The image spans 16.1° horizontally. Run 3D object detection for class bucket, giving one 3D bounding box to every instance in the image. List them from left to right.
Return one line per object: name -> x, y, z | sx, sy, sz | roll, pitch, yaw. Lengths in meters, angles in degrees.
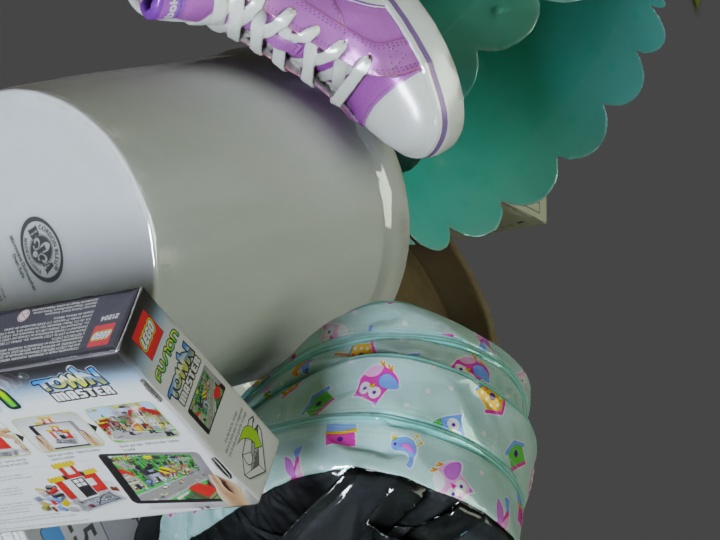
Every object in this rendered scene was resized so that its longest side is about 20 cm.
bucket -> 0.056, -0.127, 1.436 | 0.135, 0.208, 0.207 | 49, 25, 23

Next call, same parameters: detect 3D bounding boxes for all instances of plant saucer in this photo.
plant saucer -> 0.000, 0.000, 1.440 | 0.200, 0.029, 0.201 | 36, 30, -24

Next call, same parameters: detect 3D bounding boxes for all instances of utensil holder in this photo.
utensil holder -> -0.098, -0.018, 1.236 | 0.199, 0.169, 0.171 | -13, 93, -56

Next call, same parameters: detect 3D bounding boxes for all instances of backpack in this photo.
backpack -> -0.004, 0.107, 1.206 | 0.166, 0.200, 0.127 | 20, 56, -21

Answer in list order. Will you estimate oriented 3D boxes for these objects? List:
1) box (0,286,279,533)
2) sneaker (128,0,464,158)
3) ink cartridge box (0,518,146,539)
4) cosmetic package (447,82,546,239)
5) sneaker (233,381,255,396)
box -> -0.146, 0.067, 1.108 | 0.110, 0.199, 0.035 | 52, 43, -37
sneaker -> -0.045, -0.119, 1.218 | 0.114, 0.073, 0.201 | -33, 79, -37
ink cartridge box -> -0.107, 0.157, 1.291 | 0.176, 0.044, 0.201 | -47, 121, -50
cosmetic package -> 0.063, -0.131, 1.597 | 0.105, 0.071, 0.202 | 23, 63, -52
sneaker -> -0.018, 0.063, 1.420 | 0.200, 0.075, 0.089 | -32, 111, -56
